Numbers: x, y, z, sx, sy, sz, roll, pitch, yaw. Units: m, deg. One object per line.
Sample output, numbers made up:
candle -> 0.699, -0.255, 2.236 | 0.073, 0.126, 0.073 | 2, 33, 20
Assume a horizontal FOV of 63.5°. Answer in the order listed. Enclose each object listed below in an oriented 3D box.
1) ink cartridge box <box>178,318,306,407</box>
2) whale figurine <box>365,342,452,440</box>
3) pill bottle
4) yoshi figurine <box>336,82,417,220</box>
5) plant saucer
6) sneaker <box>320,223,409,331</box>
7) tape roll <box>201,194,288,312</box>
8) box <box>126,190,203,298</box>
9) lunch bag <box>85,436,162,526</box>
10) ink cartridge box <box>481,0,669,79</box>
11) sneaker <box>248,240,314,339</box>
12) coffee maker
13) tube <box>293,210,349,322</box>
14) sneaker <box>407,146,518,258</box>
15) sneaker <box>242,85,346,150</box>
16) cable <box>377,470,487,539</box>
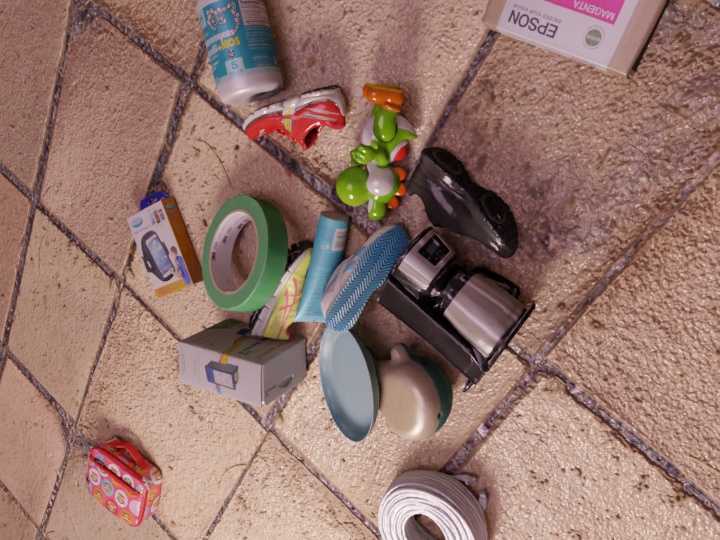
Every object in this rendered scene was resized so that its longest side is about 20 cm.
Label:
ink cartridge box -> -0.217, 0.166, 1.085 | 0.197, 0.145, 0.089 | 12, 109, 27
whale figurine -> 0.072, 0.191, 0.972 | 0.199, 0.102, 0.163 | 24, 118, 49
pill bottle -> -0.198, -0.382, 0.938 | 0.109, 0.110, 0.204 | -9, 100, 31
yoshi figurine -> 0.009, -0.179, 0.889 | 0.111, 0.111, 0.204 | 23, 118, 39
plant saucer -> -0.018, 0.191, 1.002 | 0.199, 0.027, 0.205 | 25, 119, 58
sneaker -> 0.000, 0.000, 0.953 | 0.076, 0.081, 0.201 | 32, 105, -30
tape roll -> -0.209, -0.029, 1.034 | 0.198, 0.048, 0.205 | -11, 74, 41
box -> -0.404, -0.055, 1.191 | 0.117, 0.041, 0.203 | -18, 97, 32
lunch bag -> -0.581, 0.509, 1.433 | 0.197, 0.082, 0.179 | 25, 111, 19
ink cartridge box -> 0.271, -0.348, 0.703 | 0.198, 0.075, 0.167 | 28, 115, 19
sneaker -> -0.123, 0.040, 1.047 | 0.089, 0.078, 0.202 | 25, 108, -20
coffee maker -> 0.126, 0.065, 0.869 | 0.199, 0.134, 0.194 | 39, 120, 15
tube -> -0.062, 0.001, 1.002 | 0.076, 0.050, 0.204 | 5, 111, -19
sneaker -> 0.149, -0.088, 0.857 | 0.201, 0.075, 0.091 | 50, 131, 16
sneaker -> -0.111, -0.237, 0.953 | 0.197, 0.077, 0.087 | -8, 105, 31
cable -> 0.125, 0.450, 1.017 | 0.196, 0.069, 0.204 | 0, 104, 29
